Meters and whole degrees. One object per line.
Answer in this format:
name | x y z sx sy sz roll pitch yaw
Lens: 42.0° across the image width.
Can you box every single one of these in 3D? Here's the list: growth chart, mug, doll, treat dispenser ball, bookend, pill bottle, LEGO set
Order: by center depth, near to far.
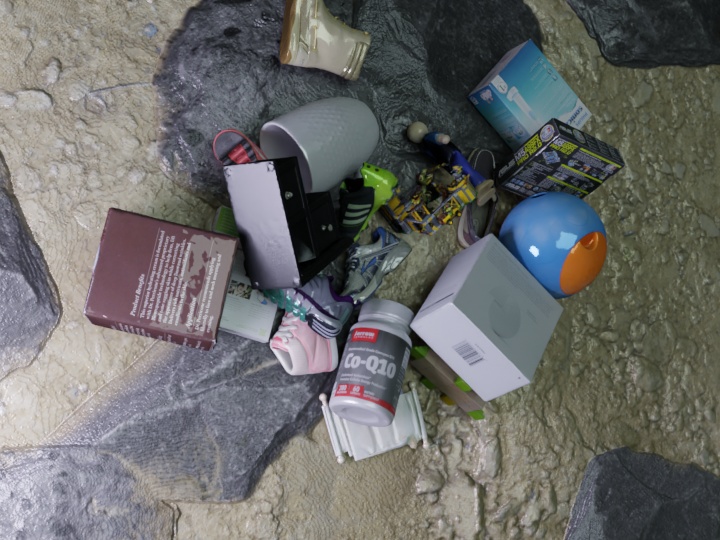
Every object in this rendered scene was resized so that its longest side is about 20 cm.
bookend | -0.108 -0.098 1.477 0.200 0.092 0.199 -42 125 -58
pill bottle | 0.024 0.157 1.615 0.114 0.114 0.200 25 64 -20
mug | -0.055 -0.199 1.626 0.175 0.148 0.200 -32 122 -28
LEGO set | 0.100 -0.144 1.658 0.154 0.200 0.116 -40 109 -5
growth chart | 0.027 0.263 1.667 0.199 0.018 0.145 -7 86 -25
doll | 0.162 -0.208 1.719 0.048 0.136 0.200 -43 68 -4
treat dispenser ball | 0.358 -0.047 1.751 0.200 0.201 0.202 3 83 -24

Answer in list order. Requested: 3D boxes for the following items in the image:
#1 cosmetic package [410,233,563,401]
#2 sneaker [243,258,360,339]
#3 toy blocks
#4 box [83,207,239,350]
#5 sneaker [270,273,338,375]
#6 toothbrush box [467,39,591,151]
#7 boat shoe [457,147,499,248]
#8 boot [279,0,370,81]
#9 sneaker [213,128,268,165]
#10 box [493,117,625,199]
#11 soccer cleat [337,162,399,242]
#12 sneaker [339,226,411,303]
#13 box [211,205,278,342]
cosmetic package | 0.226 0.082 1.655 0.199 0.123 0.200 45 49 -10
sneaker | -0.098 0.026 1.554 0.200 0.074 0.088 38 64 8
toy blocks | 0.184 0.158 1.719 0.200 0.100 0.137 42 58 -15
box | -0.303 0.019 1.445 0.199 0.164 0.166 14 79 -8
sneaker | -0.106 0.083 1.595 0.104 0.075 0.201 -11 93 -30
toothbrush box | 0.332 -0.322 1.834 0.200 0.085 0.146 46 68 -12
boat shoe | 0.232 -0.141 1.779 0.072 0.065 0.201 16 77 -20
boot | -0.055 -0.451 1.682 0.155 0.073 0.201 11 81 -22
sneaker | -0.166 -0.165 1.595 0.074 0.087 0.200 -35 105 11
box | 0.378 -0.195 1.777 0.200 0.160 0.044 15 47 -36
soccer cleat | -0.009 -0.113 1.608 0.081 0.200 0.068 30 46 -10
sneaker | 0.000 0.000 1.664 0.085 0.077 0.200 44 61 -3
box | -0.199 0.007 1.586 0.144 0.036 0.201 19 78 -21
